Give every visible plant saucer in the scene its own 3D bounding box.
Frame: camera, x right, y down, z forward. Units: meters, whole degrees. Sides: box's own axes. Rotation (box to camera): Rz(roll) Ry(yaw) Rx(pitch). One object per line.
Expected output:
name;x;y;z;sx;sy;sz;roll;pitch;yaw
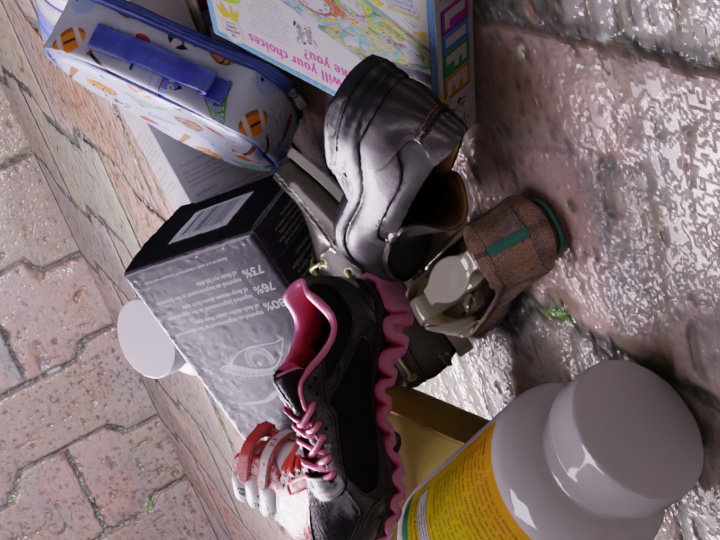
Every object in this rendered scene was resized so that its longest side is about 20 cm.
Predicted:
plant saucer;0.089;0.172;0.894;0.200;0.048;0.200;21;142;29

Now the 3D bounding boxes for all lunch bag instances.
lunch bag;-0.137;-0.148;0.915;0.199;0.076;0.160;23;175;7

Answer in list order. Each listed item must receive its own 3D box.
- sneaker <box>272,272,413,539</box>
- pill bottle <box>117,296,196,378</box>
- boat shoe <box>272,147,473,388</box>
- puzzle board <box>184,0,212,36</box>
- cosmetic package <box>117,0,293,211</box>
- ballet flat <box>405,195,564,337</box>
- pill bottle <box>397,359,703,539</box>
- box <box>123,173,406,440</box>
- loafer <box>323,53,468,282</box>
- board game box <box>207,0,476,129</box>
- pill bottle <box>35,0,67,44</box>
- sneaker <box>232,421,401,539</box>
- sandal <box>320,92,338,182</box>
sneaker;-0.022;0.094;0.766;0.079;0.095;0.201;-11;72;45
pill bottle;-0.127;0.035;1.088;0.104;0.200;0.105;13;112;34
boat shoe;0.000;0.001;0.855;0.202;0.060;0.072;49;-178;-16
puzzle board;-0.140;-0.262;0.897;0.200;0.017;0.151;110;145;-85
cosmetic package;-0.151;-0.150;1.052;0.200;0.113;0.081;63;162;-1
ballet flat;0.066;0.006;0.755;0.068;0.067;0.200;57;162;12
pill bottle;0.110;0.136;0.701;0.113;0.113;0.200;56;141;16
box;-0.067;0.034;0.960;0.148;0.104;0.200;-15;118;35
loafer;0.028;-0.040;0.693;0.072;0.073;0.200;30;163;19
board game box;-0.021;-0.168;0.700;0.200;0.034;0.135;32;149;29
pill bottle;-0.270;-0.288;1.168;0.112;0.112;0.200;58;162;11
sneaker;-0.042;0.153;0.898;0.108;0.067;0.202;33;149;5
sandal;0.005;-0.095;0.831;0.200;0.043;0.076;169;80;-82
